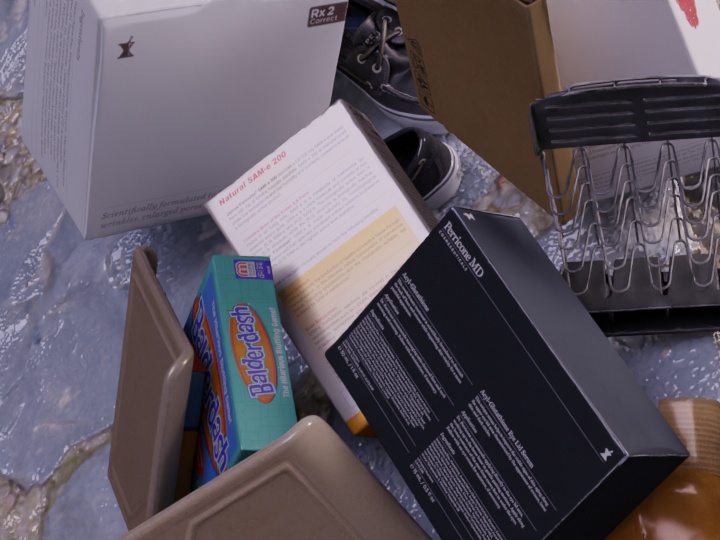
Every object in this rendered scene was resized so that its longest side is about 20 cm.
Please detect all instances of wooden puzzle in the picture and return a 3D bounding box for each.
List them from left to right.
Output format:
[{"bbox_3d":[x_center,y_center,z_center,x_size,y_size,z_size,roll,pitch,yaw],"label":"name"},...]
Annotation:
[{"bbox_3d":[-0.142,0.103,1.419,0.200,0.037,0.186,-118,34,-63],"label":"wooden puzzle"},{"bbox_3d":[-0.061,0.201,1.314,0.199,0.185,0.037,-35,31,9],"label":"wooden puzzle"}]

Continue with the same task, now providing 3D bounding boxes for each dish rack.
[{"bbox_3d":[0.184,-0.040,1.276,0.152,0.201,0.055,-5,49,12],"label":"dish rack"}]

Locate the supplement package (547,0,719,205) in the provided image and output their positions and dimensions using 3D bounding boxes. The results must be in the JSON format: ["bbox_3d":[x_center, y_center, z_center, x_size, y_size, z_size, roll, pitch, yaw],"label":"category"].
[{"bbox_3d":[0.165,-0.167,1.345,0.119,0.201,0.121,-16,27,24],"label":"supplement package"}]

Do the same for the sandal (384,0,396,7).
[{"bbox_3d":[0.073,-0.219,1.515,0.199,0.055,0.082,27,94,7],"label":"sandal"}]

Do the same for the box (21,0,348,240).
[{"bbox_3d":[-0.133,-0.153,1.494,0.198,0.201,0.131,-13,45,-27],"label":"box"}]

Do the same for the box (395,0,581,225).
[{"bbox_3d":[0.076,-0.140,1.316,0.021,0.201,0.163,-34,51,-16],"label":"box"}]

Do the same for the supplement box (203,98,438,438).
[{"bbox_3d":[0.000,0.000,1.415,0.126,0.073,0.201,-36,76,10],"label":"supplement box"}]

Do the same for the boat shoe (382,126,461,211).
[{"bbox_3d":[-0.020,-0.041,1.496,0.199,0.066,0.070,-29,53,15],"label":"boat shoe"}]

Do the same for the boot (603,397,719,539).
[{"bbox_3d":[0.143,0.161,1.288,0.200,0.071,0.145,-9,67,33],"label":"boot"}]

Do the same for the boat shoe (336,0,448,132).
[{"bbox_3d":[0.013,-0.171,1.536,0.070,0.066,0.200,-50,51,0],"label":"boat shoe"}]

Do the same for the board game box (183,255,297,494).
[{"bbox_3d":[-0.096,0.108,1.398,0.200,0.045,0.153,117,149,-50],"label":"board game box"}]

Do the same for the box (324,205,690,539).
[{"bbox_3d":[0.087,0.081,1.260,0.141,0.079,0.200,-50,58,28],"label":"box"}]
